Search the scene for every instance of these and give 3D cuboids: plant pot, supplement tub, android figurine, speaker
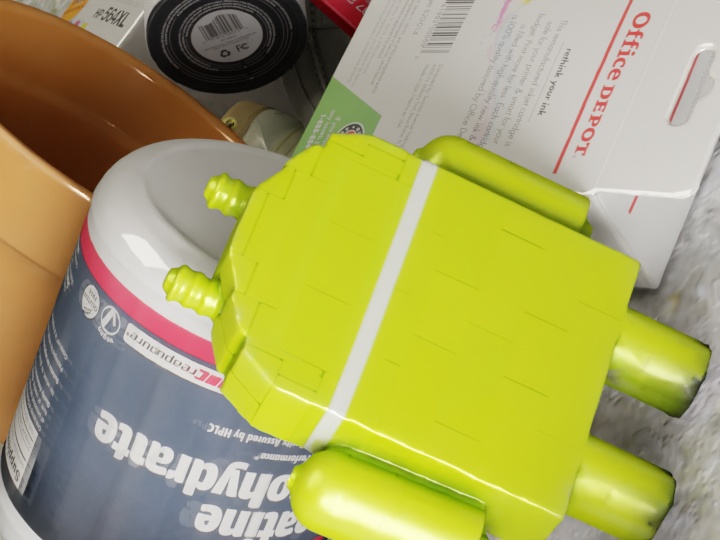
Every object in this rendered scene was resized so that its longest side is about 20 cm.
[{"bbox_3d":[-0.146,-0.013,1.250,0.140,0.200,0.200,-55,22,17],"label":"plant pot"},{"bbox_3d":[-0.068,0.061,1.114,0.140,0.140,0.200,-99,28,-59],"label":"supplement tub"},{"bbox_3d":[0.027,0.025,1.005,0.041,0.200,0.182,120,171,-54],"label":"android figurine"},{"bbox_3d":[-0.073,-0.185,1.374,0.081,0.081,0.200,-36,40,29],"label":"speaker"}]

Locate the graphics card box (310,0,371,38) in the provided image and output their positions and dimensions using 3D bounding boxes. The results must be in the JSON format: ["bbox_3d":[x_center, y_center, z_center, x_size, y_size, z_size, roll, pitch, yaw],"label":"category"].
[{"bbox_3d":[0.080,-0.166,1.265,0.200,0.125,0.051,-49,17,2],"label":"graphics card box"}]

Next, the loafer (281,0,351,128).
[{"bbox_3d":[-0.006,-0.135,1.377,0.070,0.070,0.200,113,149,-49],"label":"loafer"}]

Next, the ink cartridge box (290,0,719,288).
[{"bbox_3d":[0.080,-0.058,1.140,0.200,0.067,0.117,4,56,37],"label":"ink cartridge box"}]

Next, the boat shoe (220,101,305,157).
[{"bbox_3d":[-0.093,-0.001,1.373,0.066,0.074,0.200,33,72,26],"label":"boat shoe"}]

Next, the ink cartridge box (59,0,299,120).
[{"bbox_3d":[-0.113,-0.079,1.474,0.200,0.125,0.129,-54,24,-5],"label":"ink cartridge box"}]
